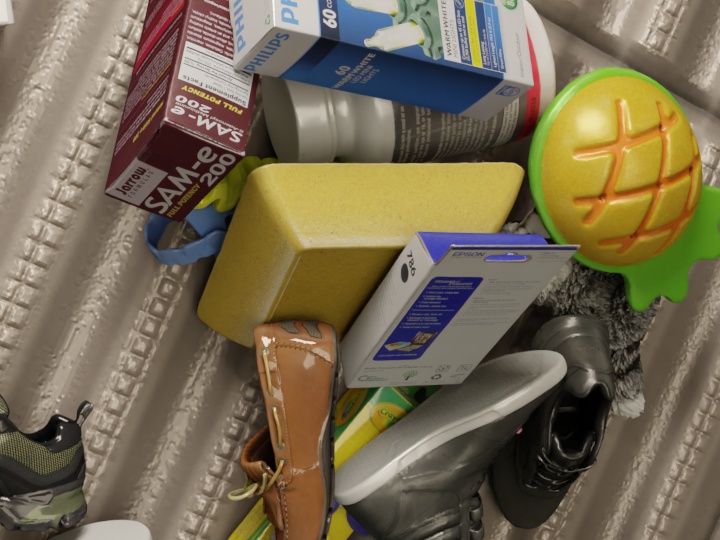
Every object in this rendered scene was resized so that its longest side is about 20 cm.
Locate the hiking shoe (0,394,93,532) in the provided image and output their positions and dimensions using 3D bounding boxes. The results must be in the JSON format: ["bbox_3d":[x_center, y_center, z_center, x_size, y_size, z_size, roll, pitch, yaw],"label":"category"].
[{"bbox_3d":[-0.285,0.126,1.015,0.198,0.075,0.102,6,88,-31],"label":"hiking shoe"}]

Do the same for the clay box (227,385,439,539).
[{"bbox_3d":[0.004,0.171,1.137,0.115,0.048,0.201,42,84,-21],"label":"clay box"}]

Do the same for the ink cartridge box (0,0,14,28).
[{"bbox_3d":[-0.307,-0.246,0.933,0.144,0.083,0.203,-10,101,-19],"label":"ink cartridge box"}]

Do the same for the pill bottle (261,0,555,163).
[{"bbox_3d":[0.033,-0.132,1.067,0.198,0.111,0.112,-15,103,-18],"label":"pill bottle"}]

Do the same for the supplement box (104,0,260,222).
[{"bbox_3d":[-0.107,-0.147,0.966,0.060,0.109,0.202,21,59,-22],"label":"supplement box"}]

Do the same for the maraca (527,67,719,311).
[{"bbox_3d":[0.198,-0.058,1.067,0.137,0.107,0.200,-47,119,-4],"label":"maraca"}]

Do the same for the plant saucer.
[{"bbox_3d":[0.000,0.000,1.036,0.198,0.200,0.049,-2,59,-20],"label":"plant saucer"}]

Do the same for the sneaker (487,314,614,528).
[{"bbox_3d":[0.148,0.134,1.139,0.075,0.091,0.202,4,125,-9],"label":"sneaker"}]

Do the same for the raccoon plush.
[{"bbox_3d":[0.162,0.041,1.159,0.132,0.097,0.202,-12,103,-11],"label":"raccoon plush"}]

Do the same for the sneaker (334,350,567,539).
[{"bbox_3d":[0.083,0.144,1.097,0.199,0.071,0.100,-34,110,0],"label":"sneaker"}]

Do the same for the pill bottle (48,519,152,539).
[{"bbox_3d":[-0.174,0.291,1.051,0.115,0.116,0.202,-15,104,-18],"label":"pill bottle"}]

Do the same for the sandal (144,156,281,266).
[{"bbox_3d":[-0.079,-0.036,1.068,0.198,0.080,0.088,14,122,-26],"label":"sandal"}]

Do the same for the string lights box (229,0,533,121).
[{"bbox_3d":[0.013,-0.170,0.952,0.198,0.059,0.104,7,67,-32],"label":"string lights box"}]

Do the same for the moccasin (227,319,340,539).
[{"bbox_3d":[-0.056,0.134,1.042,0.077,0.074,0.204,0,115,-6],"label":"moccasin"}]

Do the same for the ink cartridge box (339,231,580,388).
[{"bbox_3d":[0.063,0.020,1.008,0.098,0.200,0.040,1,60,-24],"label":"ink cartridge box"}]
